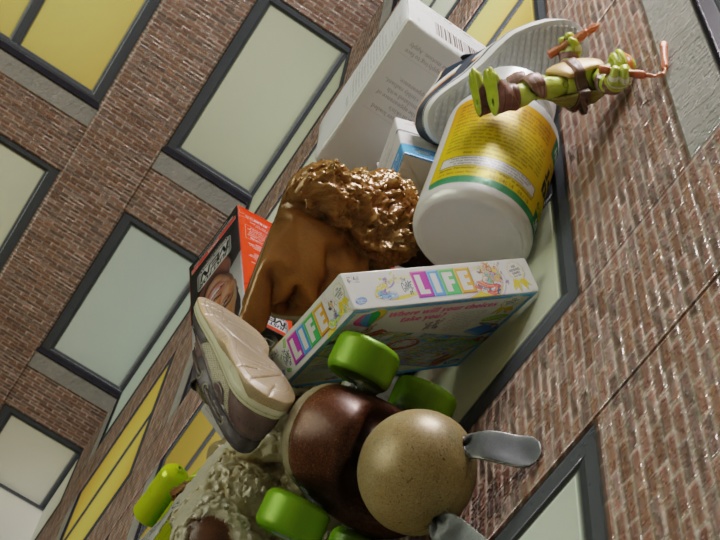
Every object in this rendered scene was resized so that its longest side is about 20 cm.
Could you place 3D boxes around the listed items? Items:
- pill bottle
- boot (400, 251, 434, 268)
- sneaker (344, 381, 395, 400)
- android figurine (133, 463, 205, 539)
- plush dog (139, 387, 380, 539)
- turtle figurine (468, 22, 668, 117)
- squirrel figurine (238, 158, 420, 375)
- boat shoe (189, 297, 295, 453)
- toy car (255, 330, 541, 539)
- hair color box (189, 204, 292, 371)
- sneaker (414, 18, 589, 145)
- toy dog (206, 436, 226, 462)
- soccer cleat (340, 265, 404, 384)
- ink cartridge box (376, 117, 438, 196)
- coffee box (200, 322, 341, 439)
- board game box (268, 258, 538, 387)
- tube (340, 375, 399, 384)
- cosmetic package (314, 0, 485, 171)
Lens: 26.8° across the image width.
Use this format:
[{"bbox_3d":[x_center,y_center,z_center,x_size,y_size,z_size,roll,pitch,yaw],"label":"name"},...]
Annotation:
[{"bbox_3d":[0.125,-0.097,1.413,0.113,0.112,0.201,-47,16,46],"label":"pill bottle"},{"bbox_3d":[0.013,-0.024,1.576,0.197,0.075,0.155,-13,23,1],"label":"boot"},{"bbox_3d":[-0.015,0.172,1.430,0.200,0.075,0.116,-35,25,53],"label":"sneaker"},{"bbox_3d":[-0.135,0.263,1.441,0.201,0.182,0.041,-55,-10,27],"label":"android figurine"},{"bbox_3d":[-0.070,0.226,1.258,0.160,0.172,0.201,-34,15,53],"label":"plush dog"},{"bbox_3d":[0.182,-0.174,1.365,0.200,0.159,0.065,-124,24,-66],"label":"turtle figurine"},{"bbox_3d":[0.000,0.000,1.403,0.142,0.185,0.202,-154,85,-85],"label":"squirrel figurine"},{"bbox_3d":[-0.109,0.083,1.230,0.065,0.071,0.200,-57,28,8],"label":"boat shoe"},{"bbox_3d":[0.047,0.157,1.138,0.199,0.157,0.166,9,68,47],"label":"toy car"},{"bbox_3d":[-0.126,0.033,1.567,0.102,0.061,0.201,-50,28,24],"label":"hair color box"},{"bbox_3d":[0.138,-0.196,1.546,0.199,0.079,0.079,-30,13,-13],"label":"sneaker"},{"bbox_3d":[-0.127,0.224,1.544,0.096,0.131,0.202,37,111,41],"label":"toy dog"},{"bbox_3d":[0.010,0.079,1.521,0.201,0.085,0.069,-53,12,26],"label":"soccer cleat"},{"bbox_3d":[0.081,-0.102,1.583,0.200,0.114,0.067,-97,24,-71],"label":"ink cartridge box"},{"bbox_3d":[-0.065,0.102,1.610,0.112,0.080,0.201,3,-52,-55],"label":"coffee box"},{"bbox_3d":[0.037,0.044,1.273,0.135,0.198,0.035,-47,58,44],"label":"board game box"},{"bbox_3d":[-0.026,0.175,1.502,0.201,0.052,0.058,-61,-8,27],"label":"tube"},{"bbox_3d":[0.066,-0.186,1.773,0.201,0.164,0.165,-54,11,17],"label":"cosmetic package"}]
